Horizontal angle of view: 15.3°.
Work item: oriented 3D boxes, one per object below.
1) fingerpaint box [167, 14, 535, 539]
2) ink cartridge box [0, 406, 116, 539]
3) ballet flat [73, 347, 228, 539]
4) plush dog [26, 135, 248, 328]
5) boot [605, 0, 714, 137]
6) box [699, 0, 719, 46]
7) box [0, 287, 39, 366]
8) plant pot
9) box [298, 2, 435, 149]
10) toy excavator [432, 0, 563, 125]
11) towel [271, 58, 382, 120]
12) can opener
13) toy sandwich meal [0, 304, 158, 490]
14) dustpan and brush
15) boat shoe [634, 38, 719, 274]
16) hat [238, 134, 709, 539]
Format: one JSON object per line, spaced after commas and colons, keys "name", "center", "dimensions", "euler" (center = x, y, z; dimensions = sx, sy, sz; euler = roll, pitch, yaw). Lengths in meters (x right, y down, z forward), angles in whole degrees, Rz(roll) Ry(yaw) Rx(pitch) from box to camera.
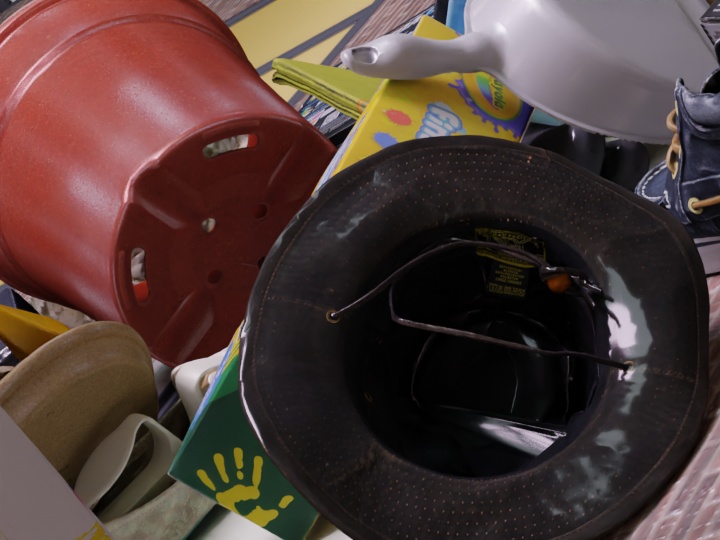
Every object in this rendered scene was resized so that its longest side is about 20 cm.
{"name": "fingerpaint box", "center": [0.000, 0.000, 1.228], "dimensions": [0.167, 0.073, 0.200], "euler": [-59, 2, 32]}
{"name": "ink cartridge box", "center": [-0.184, 0.132, 1.140], "dimensions": [0.125, 0.200, 0.129], "euler": [-44, 15, -19]}
{"name": "ballet flat", "center": [-0.082, 0.082, 1.312], "dimensions": [0.067, 0.062, 0.200], "euler": [7, 46, 44]}
{"name": "plush dog", "center": [-0.166, -0.045, 1.672], "dimensions": [0.200, 0.172, 0.160], "euler": [-38, 14, 15]}
{"name": "boot", "center": [0.185, -0.127, 1.305], "dimensions": [0.200, 0.074, 0.075], "euler": [-34, 25, 8]}
{"name": "box", "center": [0.268, -0.153, 1.129], "dimensions": [0.193, 0.048, 0.200], "euler": [-47, 27, -20]}
{"name": "box", "center": [-0.236, 0.120, 1.497], "dimensions": [0.200, 0.104, 0.148], "euler": [-39, 14, -1]}
{"name": "plant pot", "center": [-0.105, -0.042, 1.483], "dimensions": [0.201, 0.201, 0.195], "euler": [-41, 33, -9]}
{"name": "box", "center": [0.035, -0.114, 1.664], "dimensions": [0.200, 0.046, 0.159], "euler": [-29, 18, 35]}
{"name": "toy excavator", "center": [0.084, -0.121, 1.402], "dimensions": [0.195, 0.100, 0.200], "euler": [96, -176, -53]}
{"name": "towel", "center": [0.024, -0.085, 1.476], "dimensions": [0.200, 0.086, 0.018], "euler": [33, 111, 61]}
{"name": "can opener", "center": [0.067, -0.026, 1.344], "dimensions": [0.200, 0.053, 0.067], "euler": [-11, 63, 60]}
{"name": "toy sandwich meal", "center": [-0.174, 0.098, 1.311], "dimensions": [0.205, 0.070, 0.205], "euler": [-46, -25, -29]}
{"name": "dustpan and brush", "center": [0.080, -0.107, 1.235], "dimensions": [0.200, 0.140, 0.057], "euler": [1, -43, -40]}
{"name": "boat shoe", "center": [0.154, -0.054, 1.100], "dimensions": [0.071, 0.091, 0.200], "euler": [-43, 15, -18]}
{"name": "hat", "center": [0.044, 0.046, 1.053], "dimensions": [0.201, 0.201, 0.081], "euler": [-47, -23, -29]}
